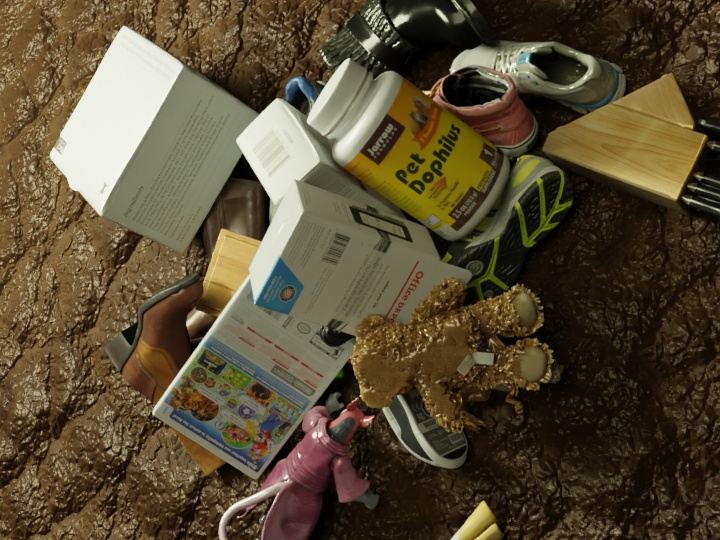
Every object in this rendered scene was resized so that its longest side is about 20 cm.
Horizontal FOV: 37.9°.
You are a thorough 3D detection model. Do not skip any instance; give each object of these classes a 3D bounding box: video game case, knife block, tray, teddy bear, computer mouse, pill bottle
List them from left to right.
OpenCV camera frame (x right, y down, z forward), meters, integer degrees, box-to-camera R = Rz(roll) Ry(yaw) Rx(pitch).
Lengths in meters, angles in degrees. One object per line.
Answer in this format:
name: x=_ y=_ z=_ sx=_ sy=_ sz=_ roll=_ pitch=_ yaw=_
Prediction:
video game case: x=-0.117 y=0.119 z=1.155 sx=0.142 sy=0.018 sz=0.201 roll=34 pitch=104 yaw=-12
tray: x=-0.082 y=0.029 z=1.199 sx=0.198 sy=0.037 sz=0.100 roll=18 pitch=86 yaw=13
computer mouse: x=0.040 y=0.129 z=1.113 sx=0.044 sy=0.109 sz=0.201 roll=-44 pitch=68 yaw=34
pill bottle: x=0.047 y=-0.126 z=1.068 sx=0.199 sy=0.109 sz=0.110 roll=33 pitch=97 yaw=-13
teddy bear: x=0.092 y=0.080 z=1.039 sx=0.198 sy=0.067 sz=0.146 roll=-29 pitch=90 yaw=10
knife block: x=0.298 y=-0.090 z=1.027 sx=0.198 sy=0.064 sz=0.178 roll=-24 pitch=67 yaw=23

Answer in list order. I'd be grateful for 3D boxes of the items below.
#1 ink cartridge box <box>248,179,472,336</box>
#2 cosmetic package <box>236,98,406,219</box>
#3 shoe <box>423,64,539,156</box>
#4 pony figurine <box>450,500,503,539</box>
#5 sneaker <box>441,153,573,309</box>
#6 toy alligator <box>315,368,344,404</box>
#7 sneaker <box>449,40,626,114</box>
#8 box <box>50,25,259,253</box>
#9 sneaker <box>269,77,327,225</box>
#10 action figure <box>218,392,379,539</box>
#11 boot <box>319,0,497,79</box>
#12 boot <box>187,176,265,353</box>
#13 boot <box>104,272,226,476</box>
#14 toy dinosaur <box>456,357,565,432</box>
ink cartridge box: x=0.000 y=0.000 z=1.068 sx=0.117 sy=0.198 sz=0.068 roll=-59 pitch=26 yaw=25
cosmetic package: x=-0.038 y=-0.097 z=1.141 sx=0.074 sy=0.199 sz=0.102 roll=-41 pitch=61 yaw=15
shoe: x=0.093 y=-0.181 z=1.139 sx=0.198 sy=0.091 sz=0.072 roll=14 pitch=68 yaw=34
pony figurine: x=0.061 y=0.317 z=1.014 sx=0.199 sy=0.193 sz=0.167 roll=-34 pitch=65 yaw=-3
sneaker: x=0.141 y=-0.037 z=1.113 sx=0.200 sy=0.075 sz=0.077 roll=-45 pitch=35 yaw=14
toy alligator: x=-0.113 y=0.134 z=1.215 sx=0.198 sy=0.054 sz=0.060 roll=-15 pitch=71 yaw=26
sneaker: x=0.178 y=-0.218 z=1.115 sx=0.198 sy=0.086 sz=0.076 roll=10 pitch=86 yaw=33
box: x=-0.257 y=-0.164 z=1.296 sx=0.199 sy=0.130 sz=0.201 roll=38 pitch=99 yaw=48
sneaker: x=-0.083 y=-0.135 z=1.245 sx=0.076 sy=0.085 sz=0.203 roll=6 pitch=82 yaw=30
action figure: x=-0.060 y=0.208 z=1.122 sx=0.134 sy=0.148 sz=0.201 roll=51 pitch=118 yaw=35
boot: x=0.051 y=-0.255 z=1.183 sx=0.158 sy=0.079 sz=0.211 roll=-49 pitch=37 yaw=5
boot: x=-0.189 y=-0.006 z=1.286 sx=0.184 sy=0.064 sz=0.203 roll=-16 pitch=74 yaw=12
boot: x=-0.185 y=0.122 z=1.193 sx=0.200 sy=0.068 sz=0.188 roll=50 pitch=120 yaw=3
toy dinosaur: x=0.121 y=0.108 z=1.098 sx=0.198 sy=0.060 sz=0.107 roll=12 pitch=72 yaw=32
